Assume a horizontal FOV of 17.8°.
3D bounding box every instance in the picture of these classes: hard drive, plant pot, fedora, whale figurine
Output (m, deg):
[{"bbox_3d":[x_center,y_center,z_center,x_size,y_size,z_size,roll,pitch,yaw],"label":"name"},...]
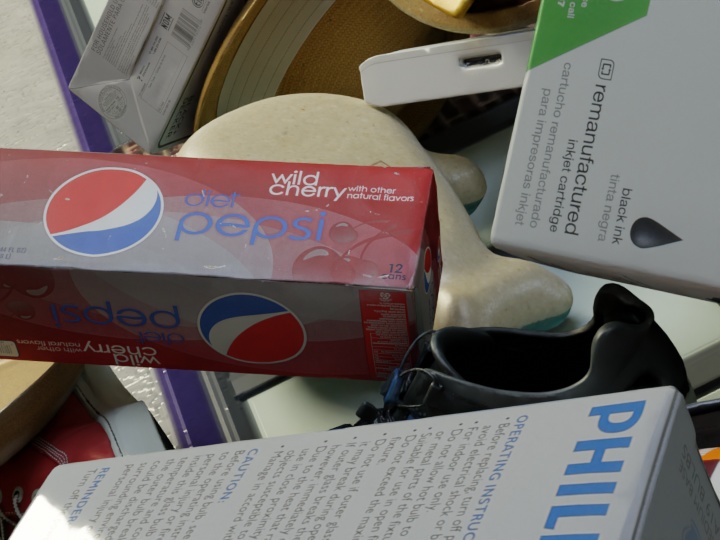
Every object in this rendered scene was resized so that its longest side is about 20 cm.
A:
[{"bbox_3d":[0.108,-0.108,1.117,0.131,0.026,0.200,-5,7,34],"label":"hard drive"},{"bbox_3d":[-0.201,0.076,1.024,0.199,0.028,0.200,-27,16,8],"label":"plant pot"},{"bbox_3d":[-0.002,-0.108,1.200,0.082,0.201,0.201,38,58,17],"label":"fedora"},{"bbox_3d":[0.000,0.000,1.052,0.200,0.104,0.159,31,42,31],"label":"whale figurine"}]

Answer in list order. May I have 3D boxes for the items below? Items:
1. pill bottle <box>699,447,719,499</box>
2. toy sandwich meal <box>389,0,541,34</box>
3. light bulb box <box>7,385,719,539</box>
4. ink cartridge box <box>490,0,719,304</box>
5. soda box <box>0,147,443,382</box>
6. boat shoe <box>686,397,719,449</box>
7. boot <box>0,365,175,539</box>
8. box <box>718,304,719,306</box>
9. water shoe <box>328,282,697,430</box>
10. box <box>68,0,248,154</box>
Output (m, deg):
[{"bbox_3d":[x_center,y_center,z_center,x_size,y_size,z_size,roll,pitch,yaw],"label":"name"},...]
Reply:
[{"bbox_3d":[0.092,0.114,0.726,0.199,0.113,0.113,-9,31,28],"label":"pill bottle"},{"bbox_3d":[0.059,-0.198,1.044,0.204,0.206,0.070,-4,-10,36],"label":"toy sandwich meal"},{"bbox_3d":[0.014,0.153,0.629,0.199,0.199,0.125,-9,33,27],"label":"light bulb box"},{"bbox_3d":[0.164,-0.056,0.848,0.199,0.147,0.083,12,-1,32],"label":"ink cartridge box"},{"bbox_3d":[-0.068,-0.003,0.954,0.199,0.064,0.070,4,49,9],"label":"soda box"},{"bbox_3d":[0.179,0.060,0.800,0.199,0.068,0.072,-12,30,24],"label":"boat shoe"},{"bbox_3d":[-0.141,0.112,0.978,0.144,0.073,0.200,-32,19,-12],"label":"boot"},{"bbox_3d":[0.204,-0.051,0.998,0.157,0.050,0.200,-25,27,-3],"label":"box"},{"bbox_3d":[0.032,0.057,0.916,0.199,0.079,0.072,-18,27,14],"label":"water shoe"},{"bbox_3d":[-0.058,-0.142,1.235,0.060,0.117,0.200,37,30,16],"label":"box"}]
